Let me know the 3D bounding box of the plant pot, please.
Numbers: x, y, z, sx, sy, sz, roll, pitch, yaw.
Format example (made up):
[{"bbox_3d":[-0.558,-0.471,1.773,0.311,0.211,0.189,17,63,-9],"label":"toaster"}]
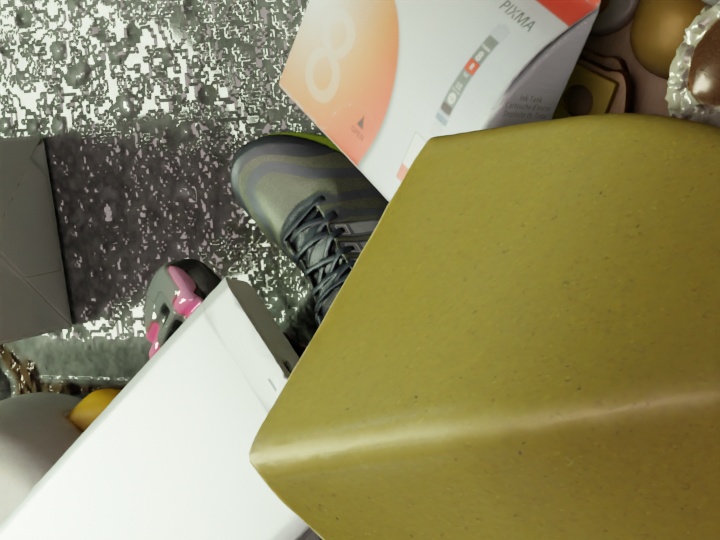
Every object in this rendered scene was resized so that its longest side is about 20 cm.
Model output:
[{"bbox_3d":[0.116,0.052,0.711,0.200,0.195,0.196,-16,126,47],"label":"plant pot"}]

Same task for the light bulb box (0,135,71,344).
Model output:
[{"bbox_3d":[-0.316,-0.003,1.044,0.199,0.198,0.125,-6,94,31],"label":"light bulb box"}]

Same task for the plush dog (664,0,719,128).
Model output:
[{"bbox_3d":[0.235,-0.036,0.756,0.200,0.160,0.172,27,131,22],"label":"plush dog"}]

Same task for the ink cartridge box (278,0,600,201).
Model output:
[{"bbox_3d":[0.044,-0.135,0.849,0.162,0.050,0.201,48,128,43],"label":"ink cartridge box"}]

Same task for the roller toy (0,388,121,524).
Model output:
[{"bbox_3d":[-0.202,0.167,1.039,0.182,0.140,0.201,4,98,20],"label":"roller toy"}]

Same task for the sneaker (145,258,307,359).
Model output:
[{"bbox_3d":[-0.035,0.070,0.949,0.200,0.095,0.079,53,144,3],"label":"sneaker"}]

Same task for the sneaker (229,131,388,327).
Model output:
[{"bbox_3d":[0.000,0.000,0.921,0.200,0.081,0.074,43,117,18],"label":"sneaker"}]

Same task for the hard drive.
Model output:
[{"bbox_3d":[-0.094,0.120,0.882,0.200,0.026,0.132,-46,59,19],"label":"hard drive"}]

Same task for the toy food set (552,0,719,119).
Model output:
[{"bbox_3d":[0.124,-0.104,0.839,0.143,0.060,0.201,29,112,24],"label":"toy food set"}]

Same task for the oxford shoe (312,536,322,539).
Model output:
[{"bbox_3d":[0.028,0.198,0.872,0.200,0.073,0.084,45,129,-9],"label":"oxford shoe"}]
